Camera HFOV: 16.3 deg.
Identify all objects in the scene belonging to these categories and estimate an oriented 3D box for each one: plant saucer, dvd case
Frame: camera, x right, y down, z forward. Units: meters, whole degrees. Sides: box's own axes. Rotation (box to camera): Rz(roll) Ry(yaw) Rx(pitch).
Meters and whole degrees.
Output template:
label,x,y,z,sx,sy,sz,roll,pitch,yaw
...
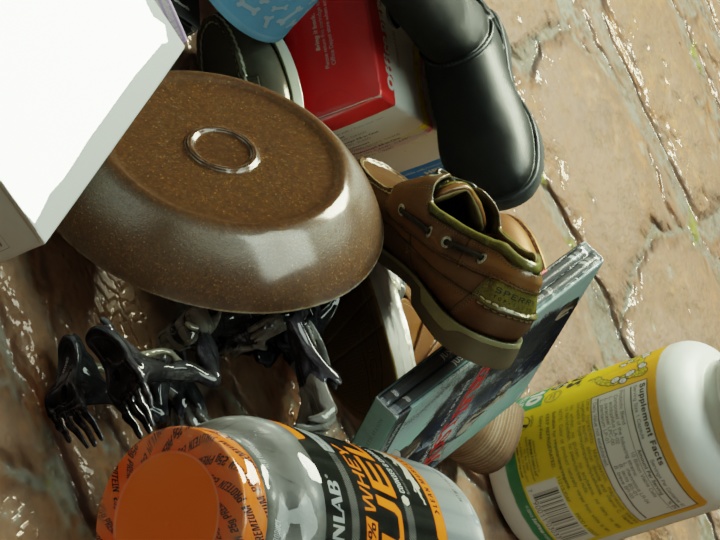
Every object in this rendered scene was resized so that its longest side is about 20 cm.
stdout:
label,x,y,z,sx,sy,sz,roll,pitch,yaw
plant saucer,-0.079,-0.054,1.375,0.200,0.037,0.201,12,37,-9
dvd case,0.054,0.075,1.475,0.022,0.146,0.200,43,48,15

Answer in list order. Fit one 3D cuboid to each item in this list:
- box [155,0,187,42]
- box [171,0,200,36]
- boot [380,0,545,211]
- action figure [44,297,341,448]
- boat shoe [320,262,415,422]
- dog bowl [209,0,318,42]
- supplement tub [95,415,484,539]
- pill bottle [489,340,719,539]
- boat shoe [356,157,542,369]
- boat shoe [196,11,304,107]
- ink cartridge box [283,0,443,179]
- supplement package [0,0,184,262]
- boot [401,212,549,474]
label,x,y,z,sx,sy,sz,roll,pitch,yaw
box,-0.151,-0.197,1.357,0.039,0.041,0.200,-36,131,-16
box,-0.173,-0.237,1.447,0.200,0.050,0.158,35,43,-43
boot,0.043,-0.150,1.531,0.200,0.065,0.165,56,16,-51
action figure,-0.073,0.056,1.361,0.200,0.119,0.102,-14,82,-47
boat shoe,0.000,0.000,1.514,0.069,0.071,0.201,3,56,-41
dog bowl,-0.076,-0.235,1.490,0.111,0.049,0.201,-1,64,-61
supplement tub,-0.035,0.143,1.285,0.200,0.122,0.123,19,56,-52
pill bottle,0.193,0.112,1.657,0.113,0.200,0.113,35,44,-42
boat shoe,0.049,-0.022,1.422,0.072,0.068,0.200,12,22,-35
boat shoe,-0.067,-0.071,1.490,0.060,0.072,0.202,-3,62,-28
ink cartridge box,0.004,-0.137,1.626,0.200,0.067,0.117,24,51,-59
supplement package,-0.202,-0.107,1.262,0.156,0.111,0.200,56,33,-20
boot,0.050,0.017,1.623,0.155,0.076,0.201,42,51,-40
